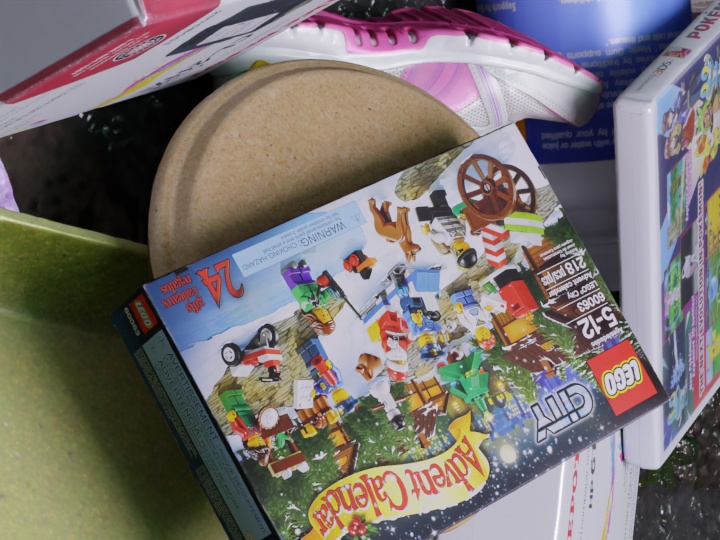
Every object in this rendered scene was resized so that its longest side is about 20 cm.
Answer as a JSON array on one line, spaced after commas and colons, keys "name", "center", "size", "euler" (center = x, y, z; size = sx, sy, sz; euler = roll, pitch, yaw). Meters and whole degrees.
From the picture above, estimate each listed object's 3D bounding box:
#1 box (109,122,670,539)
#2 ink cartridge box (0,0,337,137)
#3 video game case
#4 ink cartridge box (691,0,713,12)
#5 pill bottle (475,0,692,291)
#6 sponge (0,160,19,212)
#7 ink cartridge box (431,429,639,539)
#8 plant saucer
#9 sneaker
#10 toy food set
[{"name": "box", "center": [0.016, 0.036, 0.899], "size": [0.200, 0.038, 0.137], "euler": [-25, 82, -35]}, {"name": "ink cartridge box", "center": [-0.089, -0.122, 0.890], "size": [0.200, 0.145, 0.083], "euler": [-25, 90, -54]}, {"name": "video game case", "center": [0.173, -0.031, 1.119], "size": [0.182, 0.023, 0.201], "euler": [-43, 137, -48]}, {"name": "ink cartridge box", "center": [0.252, -0.226, 1.290], "size": [0.199, 0.083, 0.147], "euler": [-9, 97, -42]}, {"name": "pill bottle", "center": [0.119, -0.093, 1.150], "size": [0.112, 0.112, 0.201], "euler": [-12, 100, -42]}, {"name": "sponge", "center": [-0.210, -0.079, 0.896], "size": [0.111, 0.030, 0.201], "euler": [-30, 112, -39]}, {"name": "ink cartridge box", "center": [0.075, 0.139, 1.080], "size": [0.200, 0.084, 0.145], "euler": [15, 81, -71]}, {"name": "plant saucer", "center": [-0.104, 0.083, 0.900], "size": [0.199, 0.048, 0.200], "euler": [14, 55, -33]}, {"name": "sneaker", "center": [0.017, -0.077, 1.060], "size": [0.199, 0.081, 0.089], "euler": [2, 106, -13]}, {"name": "toy food set", "center": [0.000, 0.000, 0.959], "size": [0.200, 0.049, 0.198], "euler": [33, 57, -13]}]
